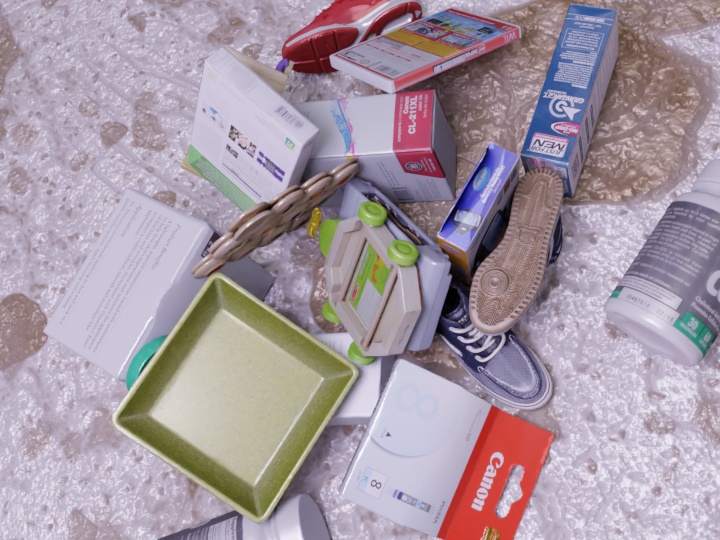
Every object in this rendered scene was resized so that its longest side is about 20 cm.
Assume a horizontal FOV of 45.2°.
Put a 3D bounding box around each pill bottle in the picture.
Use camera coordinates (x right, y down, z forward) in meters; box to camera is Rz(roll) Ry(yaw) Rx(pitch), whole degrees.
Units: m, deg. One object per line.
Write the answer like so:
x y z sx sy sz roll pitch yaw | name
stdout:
0.360 -0.010 0.921 0.113 0.113 0.201 32 85 24 | pill bottle
-0.139 0.331 0.977 0.199 0.113 0.114 -22 68 9 | pill bottle

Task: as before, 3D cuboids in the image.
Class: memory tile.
-0.092 -0.057 0.969 0.017 0.200 0.153 54 136 4 | memory tile

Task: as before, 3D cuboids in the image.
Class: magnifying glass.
-0.201 0.118 1.017 0.022 0.200 0.080 27 95 28 | magnifying glass

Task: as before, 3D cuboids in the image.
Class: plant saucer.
-0.137 0.139 0.958 0.199 0.048 0.201 34 77 -2 | plant saucer

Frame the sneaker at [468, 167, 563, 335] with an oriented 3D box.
0.181 -0.005 0.982 0.070 0.109 0.201 19 73 18 | sneaker

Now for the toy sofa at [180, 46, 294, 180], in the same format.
-0.160 -0.198 1.103 0.082 0.200 0.098 23 59 -12 | toy sofa

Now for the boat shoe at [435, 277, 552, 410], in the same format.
0.132 0.078 0.984 0.200 0.093 0.075 41 88 24 | boat shoe

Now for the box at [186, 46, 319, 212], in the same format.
-0.130 -0.142 0.999 0.144 0.200 0.036 42 58 6 | box

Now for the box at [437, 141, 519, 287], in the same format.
0.135 -0.059 0.968 0.041 0.200 0.120 28 83 13 | box

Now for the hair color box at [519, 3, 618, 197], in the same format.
0.252 -0.202 1.032 0.060 0.100 0.201 15 78 22 | hair color box

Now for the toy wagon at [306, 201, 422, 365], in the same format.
0.000 0.000 0.966 0.200 0.039 0.156 55 137 39 | toy wagon

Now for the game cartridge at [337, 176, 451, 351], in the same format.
0.027 -0.004 0.993 0.200 0.041 0.134 47 129 44 | game cartridge

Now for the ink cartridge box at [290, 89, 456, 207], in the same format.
0.008 -0.145 1.065 0.198 0.146 0.084 -1 72 17 | ink cartridge box

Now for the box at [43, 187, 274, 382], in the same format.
-0.236 0.039 1.055 0.130 0.200 0.200 25 81 25 | box

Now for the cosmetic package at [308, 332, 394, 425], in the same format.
-0.062 0.133 1.039 0.198 0.071 0.102 -3 72 17 | cosmetic package

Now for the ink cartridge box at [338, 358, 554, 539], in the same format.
0.097 0.210 0.941 0.199 0.047 0.161 25 81 2 | ink cartridge box

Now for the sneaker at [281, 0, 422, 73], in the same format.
-0.024 -0.352 1.193 0.199 0.079 0.116 -19 59 -2 | sneaker

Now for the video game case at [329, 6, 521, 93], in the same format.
0.080 -0.279 1.080 0.199 0.018 0.143 -27 36 -21 | video game case
